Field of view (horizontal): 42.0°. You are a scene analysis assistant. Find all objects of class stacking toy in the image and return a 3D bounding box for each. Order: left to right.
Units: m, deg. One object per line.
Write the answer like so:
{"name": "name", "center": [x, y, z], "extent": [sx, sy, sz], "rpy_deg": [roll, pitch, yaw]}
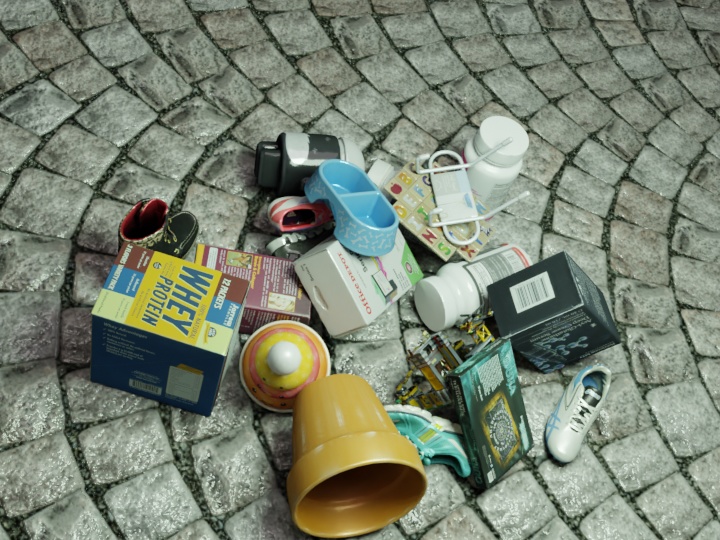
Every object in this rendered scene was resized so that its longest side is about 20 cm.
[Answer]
{"name": "stacking toy", "center": [-0.118, 0.137, 1.415], "extent": [0.145, 0.200, 0.147], "rpy_deg": [0, 79, -2]}

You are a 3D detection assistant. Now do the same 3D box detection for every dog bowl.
{"name": "dog bowl", "center": [-0.010, -0.108, 1.535], "extent": [0.111, 0.050, 0.200], "rpy_deg": [-9, 50, -37]}

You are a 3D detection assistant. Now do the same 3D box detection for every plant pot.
{"name": "plant pot", "center": [-0.022, 0.263, 1.386], "extent": [0.199, 0.201, 0.184], "rpy_deg": [-3, 46, -18]}

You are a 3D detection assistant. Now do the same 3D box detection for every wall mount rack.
{"name": "wall mount rack", "center": [0.191, -0.149, 1.624], "extent": [0.173, 0.075, 0.201], "rpy_deg": [-10, 62, -3]}

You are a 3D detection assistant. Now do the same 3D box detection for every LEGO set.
{"name": "LEGO set", "center": [0.129, 0.136, 1.532], "extent": [0.200, 0.154, 0.116], "rpy_deg": [-39, 96, -27]}

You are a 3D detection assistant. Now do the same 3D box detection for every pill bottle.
{"name": "pill bottle", "center": [0.098, -0.117, 1.727], "extent": [0.199, 0.114, 0.114], "rpy_deg": [29, 53, 3]}
{"name": "pill bottle", "center": [0.202, 0.031, 1.654], "extent": [0.199, 0.116, 0.116], "rpy_deg": [-19, 63, -27]}
{"name": "pill bottle", "center": [0.235, -0.188, 1.763], "extent": [0.113, 0.200, 0.114], "rpy_deg": [8, 54, -11]}

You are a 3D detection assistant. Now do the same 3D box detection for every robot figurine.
{"name": "robot figurine", "center": [-0.092, -0.186, 1.714], "extent": [0.199, 0.125, 0.151], "rpy_deg": [2, 66, -15]}

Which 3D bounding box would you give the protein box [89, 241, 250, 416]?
{"name": "protein box", "center": [-0.289, 0.093, 1.409], "extent": [0.198, 0.200, 0.135], "rpy_deg": [18, 53, -4]}

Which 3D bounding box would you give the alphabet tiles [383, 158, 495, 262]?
{"name": "alphabet tiles", "center": [0.140, -0.107, 1.649], "extent": [0.200, 0.006, 0.166], "rpy_deg": [41, 52, 4]}

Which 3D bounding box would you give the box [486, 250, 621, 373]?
{"name": "box", "center": [0.327, 0.075, 1.584], "extent": [0.200, 0.148, 0.107], "rpy_deg": [34, 36, -50]}

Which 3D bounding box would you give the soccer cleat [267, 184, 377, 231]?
{"name": "soccer cleat", "center": [-0.058, -0.106, 1.616], "extent": [0.199, 0.068, 0.073], "rpy_deg": [-13, 27, -10]}

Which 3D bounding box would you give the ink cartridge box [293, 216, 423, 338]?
{"name": "ink cartridge box", "center": [0.000, 0.000, 1.572], "extent": [0.200, 0.084, 0.145], "rpy_deg": [-38, 103, -50]}

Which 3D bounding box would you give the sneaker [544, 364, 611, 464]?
{"name": "sneaker", "center": [0.370, 0.237, 1.589], "extent": [0.072, 0.073, 0.200], "rpy_deg": [32, 55, 4]}

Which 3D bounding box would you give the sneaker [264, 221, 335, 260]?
{"name": "sneaker", "center": [-0.065, -0.033, 1.654], "extent": [0.199, 0.066, 0.091], "rpy_deg": [-16, 71, -28]}

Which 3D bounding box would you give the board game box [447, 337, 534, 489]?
{"name": "board game box", "center": [0.210, 0.225, 1.489], "extent": [0.135, 0.028, 0.201], "rpy_deg": [-29, 111, -40]}

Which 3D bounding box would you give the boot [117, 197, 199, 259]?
{"name": "boot", "center": [-0.331, -0.061, 1.534], "extent": [0.073, 0.151, 0.200], "rpy_deg": [38, 54, 11]}

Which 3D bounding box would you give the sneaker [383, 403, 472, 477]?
{"name": "sneaker", "center": [0.096, 0.267, 1.487], "extent": [0.199, 0.078, 0.080], "rpy_deg": [19, 62, -3]}

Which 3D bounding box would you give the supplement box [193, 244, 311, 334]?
{"name": "supplement box", "center": [-0.182, 0.038, 1.551], "extent": [0.199, 0.086, 0.111], "rpy_deg": [10, 54, -10]}
